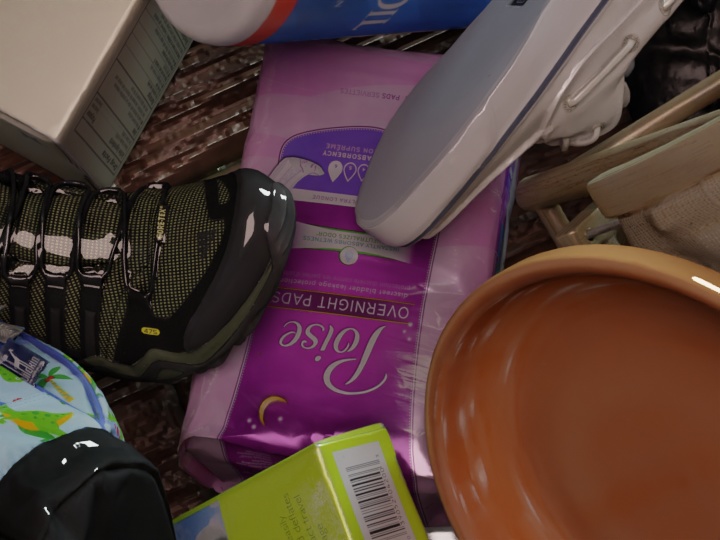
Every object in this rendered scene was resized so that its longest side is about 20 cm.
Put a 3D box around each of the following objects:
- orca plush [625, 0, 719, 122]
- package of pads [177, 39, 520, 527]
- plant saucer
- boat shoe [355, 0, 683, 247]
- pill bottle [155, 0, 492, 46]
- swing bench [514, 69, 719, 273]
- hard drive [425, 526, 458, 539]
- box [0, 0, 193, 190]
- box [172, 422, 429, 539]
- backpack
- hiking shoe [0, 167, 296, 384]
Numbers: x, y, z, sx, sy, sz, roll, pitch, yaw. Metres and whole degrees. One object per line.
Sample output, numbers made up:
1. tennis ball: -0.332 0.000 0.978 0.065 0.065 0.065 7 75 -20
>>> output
1. orca plush: 0.134 -0.106 0.795 0.104 0.071 0.202 15 80 7
2. package of pads: 0.000 0.000 0.767 0.119 0.076 0.202 7 68 10
3. plant saucer: 0.111 0.077 0.631 0.200 0.201 0.037 43 49 11
4. boat shoe: 0.080 -0.081 0.718 0.065 0.074 0.200 40 92 -23
5. pill bottle: 0.014 -0.156 0.757 0.198 0.112 0.113 -11 75 -35
6. swing bench: 0.173 0.022 0.677 0.129 0.200 0.200 -32 95 -3
7. hard drive: 0.060 0.150 0.772 0.131 0.027 0.202 -14 78 1
8. box: -0.107 -0.145 0.811 0.077 0.095 0.201 27 80 10
9. box: -0.047 0.154 0.709 0.199 0.047 0.123 -32 74 39
10. backpack: -0.162 0.088 0.674 0.198 0.164 0.154 12 42 18
11. hiking shoe: -0.118 0.000 0.718 0.199 0.100 0.076 -20 53 33
